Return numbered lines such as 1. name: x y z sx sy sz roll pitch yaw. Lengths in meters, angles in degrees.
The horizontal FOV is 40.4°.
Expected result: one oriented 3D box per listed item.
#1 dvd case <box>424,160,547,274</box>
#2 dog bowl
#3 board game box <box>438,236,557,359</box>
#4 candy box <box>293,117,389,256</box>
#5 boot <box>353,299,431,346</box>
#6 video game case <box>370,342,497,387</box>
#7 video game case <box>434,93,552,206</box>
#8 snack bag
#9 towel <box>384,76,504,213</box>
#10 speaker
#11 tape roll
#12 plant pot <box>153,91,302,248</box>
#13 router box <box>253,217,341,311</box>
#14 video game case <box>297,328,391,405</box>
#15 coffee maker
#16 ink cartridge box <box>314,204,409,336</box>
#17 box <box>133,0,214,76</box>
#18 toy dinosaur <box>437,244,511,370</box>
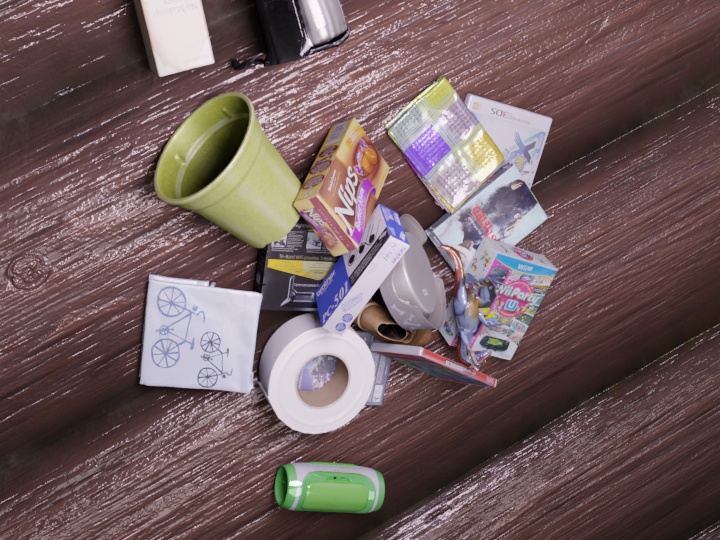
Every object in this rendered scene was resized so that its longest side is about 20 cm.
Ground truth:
1. dvd case: 0.230 -0.083 1.774 0.199 0.022 0.146 -37 124 4
2. dog bowl: 0.083 0.009 1.680 0.058 0.202 0.202 -18 120 22
3. board game box: 0.253 0.054 1.813 0.145 0.064 0.203 14 112 -27
4. candy box: -0.027 -0.137 1.582 0.056 0.202 0.117 -16 126 34
5. boot: 0.072 0.110 1.741 0.198 0.075 0.075 20 100 -48
6. video game case: 0.132 0.170 1.768 0.198 0.142 0.018 25 76 -35
7. video game case: 0.240 -0.197 1.758 0.179 0.022 0.204 10 105 -25
8. snack bag: -0.266 0.108 1.636 0.195 0.021 0.193 6 105 -9
9. towel: 0.150 -0.216 1.694 0.143 0.023 0.201 -39 111 2
10. speaker: -0.057 0.405 1.817 0.196 0.088 0.090 9 105 -25
11. tape roll: -0.077 0.180 1.716 0.198 0.071 0.207 -8 112 -20
12. plant pot: -0.188 -0.139 1.522 0.201 0.200 0.184 -48 131 0
13. router box: -0.079 -0.013 1.675 0.196 0.052 0.161 3 107 -23
14. video game case: -0.038 0.175 1.780 0.196 0.019 0.146 5 106 -23
15. coffee maker: -0.126 -0.421 1.462 0.189 0.135 0.203 -24 116 -12
16. ink cartridge box: 0.000 0.000 1.595 0.044 0.095 0.201 23 118 -27
17. box: -0.284 -0.399 1.435 0.093 0.078 0.204 -19 114 -16
18. toy dinosaur: 0.200 0.080 1.746 0.103 0.202 0.183 -11 141 -29
